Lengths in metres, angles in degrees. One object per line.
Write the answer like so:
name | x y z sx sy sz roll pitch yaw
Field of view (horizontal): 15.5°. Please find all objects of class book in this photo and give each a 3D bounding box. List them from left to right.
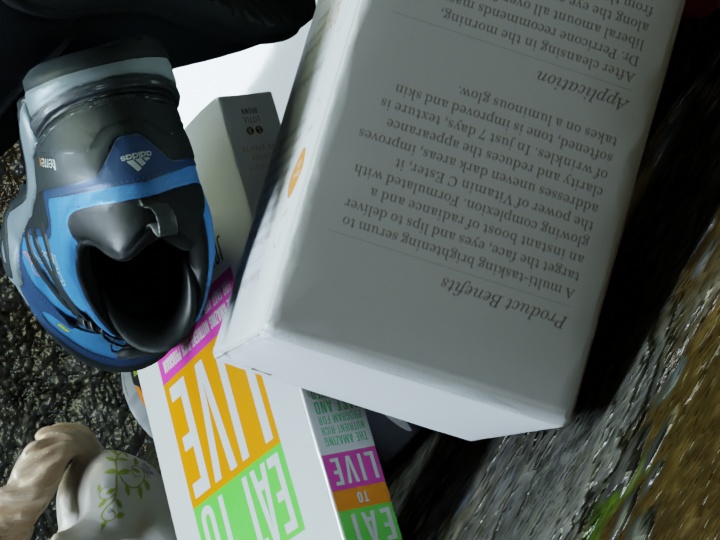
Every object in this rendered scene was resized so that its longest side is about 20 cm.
book | -0.041 0.047 1.056 0.134 0.048 0.201 -44 59 57

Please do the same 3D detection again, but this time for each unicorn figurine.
unicorn figurine | -0.083 0.138 1.185 0.074 0.200 0.138 -8 46 35

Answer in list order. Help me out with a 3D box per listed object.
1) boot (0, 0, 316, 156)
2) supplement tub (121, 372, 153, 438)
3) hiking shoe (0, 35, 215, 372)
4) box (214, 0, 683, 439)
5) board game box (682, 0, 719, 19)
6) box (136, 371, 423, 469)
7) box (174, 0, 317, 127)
boot | -0.130 -0.077 0.994 0.168 0.077 0.200 -38 -16 28
supplement tub | -0.077 0.043 1.671 0.123 0.122 0.200 -61 5 -22
hiking shoe | -0.092 0.000 0.975 0.200 0.074 0.087 91 162 -63
box | 0.034 -0.052 0.925 0.152 0.106 0.201 153 134 -79
board game box | 0.139 -0.134 1.071 0.200 0.039 0.158 -70 -2 -52
box | 0.000 0.000 1.164 0.106 0.122 0.200 -59 5 -34
box | 0.013 -0.135 1.253 0.199 0.107 0.152 -17 9 24
